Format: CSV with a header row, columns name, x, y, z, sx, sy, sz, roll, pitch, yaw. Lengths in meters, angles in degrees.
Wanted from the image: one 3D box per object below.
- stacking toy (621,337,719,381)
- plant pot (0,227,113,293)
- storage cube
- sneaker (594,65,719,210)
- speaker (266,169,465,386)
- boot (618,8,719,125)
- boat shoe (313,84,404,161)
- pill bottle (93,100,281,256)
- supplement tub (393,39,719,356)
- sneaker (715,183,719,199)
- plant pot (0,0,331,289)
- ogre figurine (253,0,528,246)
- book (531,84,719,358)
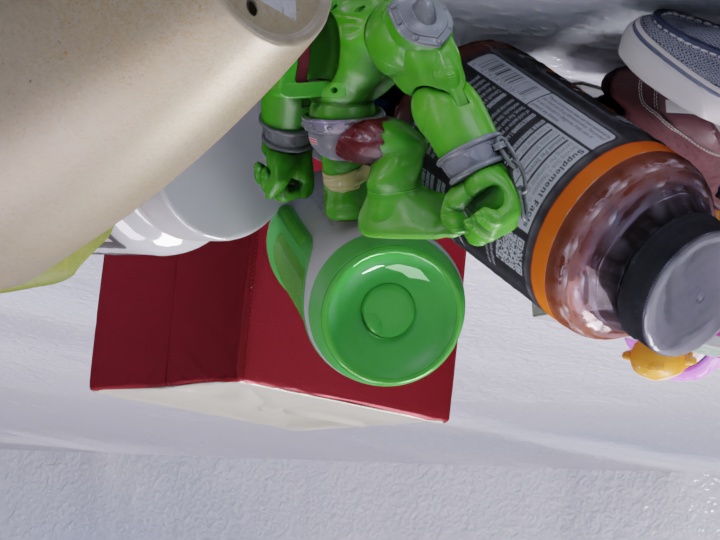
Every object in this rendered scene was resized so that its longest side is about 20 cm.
name,x,y,z,sx,sy,sz,roll,pitch,yaw
stacking toy,0.206,0.027,1.488,0.116,0.110,0.200,6,-158,17
plant pot,-0.227,-0.056,1.208,0.200,0.201,0.184,-3,177,38
storage cube,-0.048,0.002,1.523,0.200,0.180,0.171,15,166,-38
sneaker,0.187,-0.073,1.322,0.115,0.076,0.200,7,160,22
speaker,0.000,0.000,1.260,0.088,0.089,0.200,8,-168,-11
boot,0.226,-0.103,1.140,0.200,0.090,0.073,27,-152,18
boat shoe,0.028,-0.080,1.370,0.066,0.070,0.200,-1,160,40
pill bottle,-0.134,-0.065,1.341,0.114,0.114,0.200,14,172,-39
supplement tub,0.109,-0.034,1.222,0.107,0.107,0.200,17,-163,-47
sneaker,0.250,-0.060,1.231,0.075,0.079,0.200,27,-159,29
plant pot,-0.116,-0.108,1.036,0.200,0.188,0.187,-20,157,35
ogre figurine,0.004,-0.081,1.152,0.098,0.120,0.200,-13,-162,-12
book,0.189,-0.021,1.394,0.200,0.134,0.048,14,166,-36
